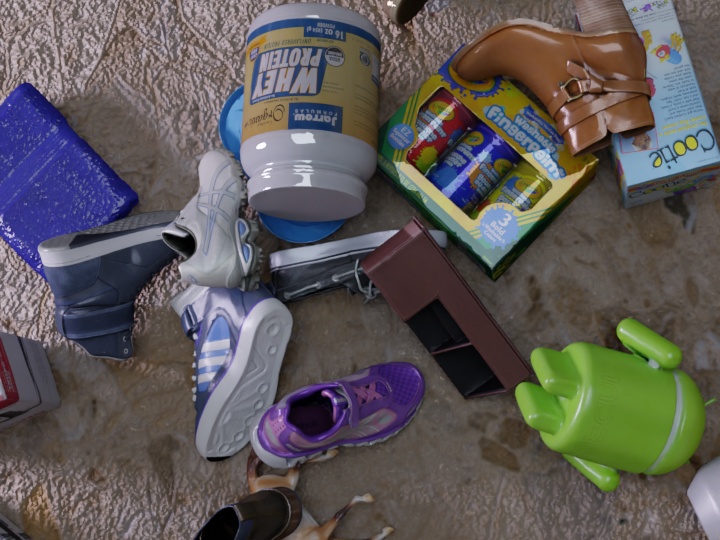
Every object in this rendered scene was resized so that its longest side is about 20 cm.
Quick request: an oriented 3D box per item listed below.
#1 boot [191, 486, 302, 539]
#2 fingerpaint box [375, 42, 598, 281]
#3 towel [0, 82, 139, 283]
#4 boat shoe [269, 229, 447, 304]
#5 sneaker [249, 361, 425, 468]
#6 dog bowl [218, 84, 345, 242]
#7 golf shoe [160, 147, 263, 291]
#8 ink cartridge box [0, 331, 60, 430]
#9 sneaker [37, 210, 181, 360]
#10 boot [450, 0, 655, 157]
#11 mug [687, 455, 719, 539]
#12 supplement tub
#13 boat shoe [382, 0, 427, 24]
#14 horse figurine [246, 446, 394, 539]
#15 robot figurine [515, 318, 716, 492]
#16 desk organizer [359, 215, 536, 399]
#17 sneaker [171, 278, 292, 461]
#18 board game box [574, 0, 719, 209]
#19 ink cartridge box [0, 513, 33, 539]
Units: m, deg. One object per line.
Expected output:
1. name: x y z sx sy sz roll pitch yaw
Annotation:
1. boot: -0.159 0.290 1.517 0.200 0.097 0.075 -43 67 19
2. fingerpaint box: 0.130 -0.118 1.602 0.167 0.073 0.200 -45 77 -4
3. towel: -0.361 -0.097 1.673 0.148 0.050 0.200 -46 78 4
4. boat shoe: -0.001 0.000 1.594 0.199 0.074 0.068 -9 81 7
5. sneaker: -0.015 0.143 1.537 0.200 0.088 0.081 -19 71 -23
6. dog bowl: -0.079 -0.119 1.640 0.111 0.050 0.200 -28 77 1
7. golf shoe: -0.166 -0.060 1.570 0.097 0.078 0.200 -4 43 -13
8. ink cartridge box: -0.419 0.129 1.554 0.145 0.200 0.083 -22 81 2
9. sneaker: -0.246 0.017 1.622 0.202 0.077 0.146 -17 107 -26
10. boot: 0.202 -0.189 1.527 0.200 0.077 0.155 -17 81 15
11. mug: 0.421 0.243 1.464 0.153 0.149 0.187 -26 70 9
12. supplement tub: -0.052 -0.164 1.544 0.145 0.145 0.200 0 75 7
13. boat shoe: 0.060 -0.371 1.668 0.065 0.071 0.200 17 73 16
14. horse figurine: -0.061 0.252 1.563 0.133 0.050 0.200 -35 78 -6
15. robot figurine: 0.261 0.142 1.496 0.200 0.116 0.176 15 110 -14
16. desk organizer: 0.090 0.048 1.537 0.077 0.072 0.200 -37 102 2
17. sneaker: -0.158 0.089 1.605 0.146 0.081 0.200 36 111 40
18. board game box: 0.306 -0.183 1.579 0.105 0.103 0.200 -15 77 5
19. ink cartridge box: -0.399 0.349 1.564 0.200 0.084 0.144 36 85 13
